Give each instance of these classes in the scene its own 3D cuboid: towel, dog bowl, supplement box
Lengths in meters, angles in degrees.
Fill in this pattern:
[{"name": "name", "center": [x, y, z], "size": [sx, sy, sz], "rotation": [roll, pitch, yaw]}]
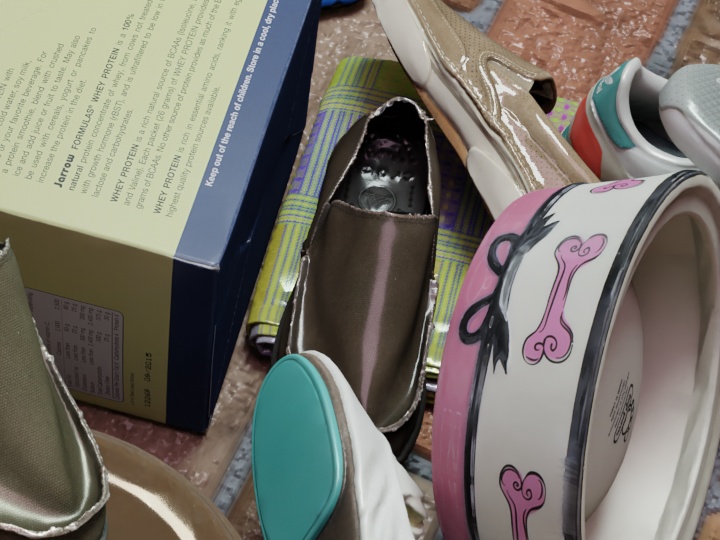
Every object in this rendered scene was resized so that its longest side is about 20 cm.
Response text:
[{"name": "towel", "center": [0.031, -0.021, 0.957], "size": [0.143, 0.023, 0.201], "rotation": [13, 53, 2]}, {"name": "dog bowl", "center": [0.096, 0.053, 0.815], "size": [0.073, 0.201, 0.201], "rotation": [9, 51, 25]}, {"name": "supplement box", "center": [-0.138, -0.062, 0.892], "size": [0.199, 0.135, 0.201], "rotation": [14, 53, 2]}]

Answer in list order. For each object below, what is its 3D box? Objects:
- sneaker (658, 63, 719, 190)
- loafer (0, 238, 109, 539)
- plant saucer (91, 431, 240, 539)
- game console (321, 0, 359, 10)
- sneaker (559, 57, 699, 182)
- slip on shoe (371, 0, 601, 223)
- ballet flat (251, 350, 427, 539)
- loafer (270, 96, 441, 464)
[{"name": "sneaker", "center": [0.200, -0.013, 0.876], "size": [0.200, 0.080, 0.071], "rotation": [39, 43, -17]}, {"name": "loafer", "center": [-0.159, 0.026, 0.727], "size": [0.075, 0.070, 0.200], "rotation": [-28, 77, -39]}, {"name": "plant saucer", "center": [-0.122, 0.137, 0.739], "size": [0.199, 0.030, 0.201], "rotation": [14, 47, -15]}, {"name": "game console", "center": [-0.111, -0.210, 1.075], "size": [0.199, 0.118, 0.172], "rotation": [-10, 88, -15]}, {"name": "sneaker", "center": [0.191, -0.035, 0.935], "size": [0.199, 0.094, 0.071], "rotation": [29, 56, 3]}, {"name": "slip on shoe", "center": [0.067, -0.079, 0.934], "size": [0.060, 0.076, 0.201], "rotation": [-30, 63, 6]}, {"name": "ballet flat", "center": [0.002, 0.114, 0.760], "size": [0.069, 0.070, 0.200], "rotation": [-5, 38, -11]}, {"name": "loafer", "center": [0.000, 0.000, 0.878], "size": [0.072, 0.072, 0.201], "rotation": [6, 53, -3]}]
